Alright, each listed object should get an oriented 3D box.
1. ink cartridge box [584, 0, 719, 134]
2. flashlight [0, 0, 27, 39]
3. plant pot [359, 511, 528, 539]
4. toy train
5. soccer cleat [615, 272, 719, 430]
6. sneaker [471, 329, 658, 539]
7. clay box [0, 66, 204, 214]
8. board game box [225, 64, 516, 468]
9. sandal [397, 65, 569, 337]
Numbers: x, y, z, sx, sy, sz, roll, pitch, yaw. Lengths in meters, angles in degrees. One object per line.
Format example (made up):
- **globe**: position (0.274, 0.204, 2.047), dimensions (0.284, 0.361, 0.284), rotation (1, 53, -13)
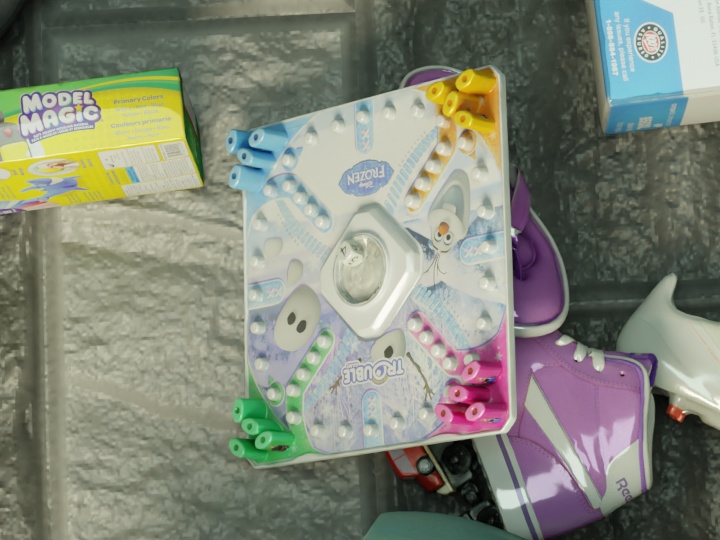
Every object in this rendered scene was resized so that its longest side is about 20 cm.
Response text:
- **ink cartridge box**: position (0.230, -0.166, 1.518), dimensions (0.199, 0.084, 0.145), rotation (-6, 79, 2)
- **flashlight**: position (-0.170, -0.184, 1.547), dimensions (0.199, 0.068, 0.068), rotation (-22, 108, -4)
- **plant pot**: position (0.044, 0.222, 1.384), dimensions (0.161, 0.201, 0.201), rotation (31, 81, 5)
- **toy train**: position (0.036, 0.100, 1.500), dimensions (0.046, 0.034, 0.200), rotation (-32, 80, 8)
- **soccer cleat**: position (0.239, 0.072, 1.478), dimensions (0.199, 0.069, 0.078), rotation (27, 87, 10)
- **sneaker**: position (0.104, 0.049, 1.475), dimensions (0.114, 0.073, 0.201), rotation (-23, 68, 3)
- **clay box**: position (-0.194, -0.068, 1.499), dimensions (0.199, 0.115, 0.048), rotation (-7, 78, 0)
- **board game box**: position (0.000, 0.000, 1.460), dimensions (0.199, 0.026, 0.201), rotation (-12, 75, 41)
- **sandal**: position (0.061, -0.047, 1.476), dimensions (0.082, 0.050, 0.203), rotation (-9, 50, -16)
